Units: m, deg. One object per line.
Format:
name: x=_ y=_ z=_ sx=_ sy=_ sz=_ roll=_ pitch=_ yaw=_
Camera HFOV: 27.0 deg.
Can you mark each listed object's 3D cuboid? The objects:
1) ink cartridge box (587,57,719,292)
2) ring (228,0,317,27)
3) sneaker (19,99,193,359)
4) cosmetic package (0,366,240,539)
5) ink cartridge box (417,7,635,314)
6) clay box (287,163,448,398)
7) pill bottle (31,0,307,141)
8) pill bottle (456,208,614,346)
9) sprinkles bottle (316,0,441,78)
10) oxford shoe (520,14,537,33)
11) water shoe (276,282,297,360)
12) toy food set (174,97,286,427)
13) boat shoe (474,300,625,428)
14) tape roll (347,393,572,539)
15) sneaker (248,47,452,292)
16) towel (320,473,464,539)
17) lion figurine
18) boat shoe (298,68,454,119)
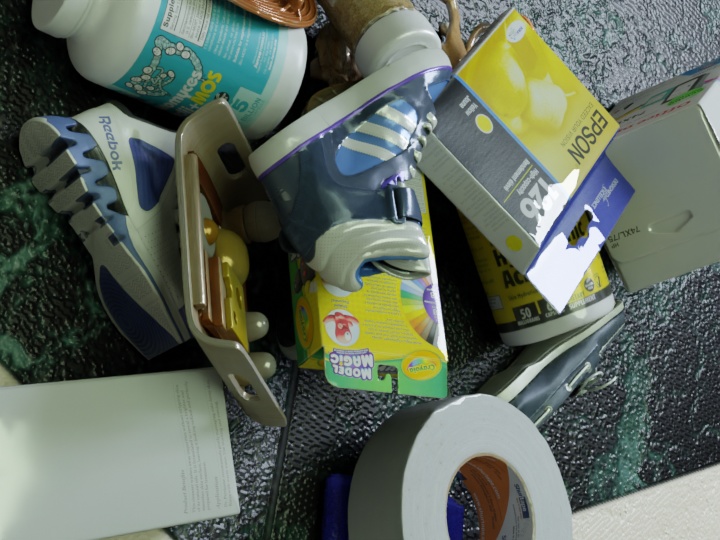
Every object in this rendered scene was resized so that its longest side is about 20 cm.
ink cartridge box: x=0.315 y=-0.099 z=1.448 sx=0.147 sy=0.146 sz=0.200 roll=62 pitch=32 yaw=-10
ring: x=-0.113 y=-0.260 z=1.173 sx=0.199 sy=0.019 sz=0.201 roll=32 pitch=23 yaw=-15
sneaker: x=-0.157 y=-0.045 z=1.122 sx=0.115 sy=0.080 sz=0.201 roll=-34 pitch=100 yaw=-37
cosmetic package: x=-0.190 y=0.134 z=1.052 sx=0.198 sy=0.081 sz=0.115 roll=-1 pitch=79 yaw=-39
ink cartridge box: x=0.147 y=-0.097 z=1.267 sx=0.200 sy=0.047 sz=0.198 roll=44 pitch=46 yaw=-5
clay box: x=0.003 y=0.005 z=1.164 sx=0.114 sy=0.048 sz=0.203 roll=9 pitch=63 yaw=-29
pill bottle: x=-0.147 y=-0.180 z=1.144 sx=0.198 sy=0.110 sz=0.112 roll=20 pitch=67 yaw=-34
pill bottle: x=0.148 y=-0.043 z=1.354 sx=0.111 sy=0.111 sz=0.202 roll=-21 pitch=92 yaw=-40
sprinkles bottle: x=-0.006 y=-0.236 z=1.239 sx=0.068 sy=0.069 sz=0.201 roll=-1 pitch=48 yaw=-39
oxford shoe: x=0.167 y=-0.144 z=1.434 sx=0.073 sy=0.071 sz=0.203 roll=-15 pitch=96 yaw=-58
water shoe: x=0.000 y=0.000 z=1.247 sx=0.079 sy=0.071 sz=0.202 roll=42 pitch=57 yaw=-29
toy food set: x=-0.084 y=-0.003 z=1.098 sx=0.144 sy=0.060 sz=0.202 roll=67 pitch=14 yaw=-61
boat shoe: x=0.182 y=0.094 z=1.372 sx=0.199 sy=0.075 sz=0.062 roll=-37 pitch=101 yaw=-38
tape roll: x=0.084 y=0.205 z=1.214 sx=0.199 sy=0.066 sz=0.203 roll=13 pitch=70 yaw=-40
sneaker: x=0.023 y=-0.066 z=1.127 sx=0.199 sy=0.080 sz=0.147 roll=-33 pitch=89 yaw=-32
towel: x=0.028 y=0.274 z=1.217 sx=0.146 sy=0.049 sz=0.203 roll=17 pitch=69 yaw=-35
lion figurine: x=0.045 y=-0.196 z=1.327 sx=0.198 sy=0.072 sz=0.124 roll=9 pitch=59 yaw=-30
boat shoe: x=0.019 y=-0.129 z=1.262 sx=0.198 sy=0.065 sz=0.074 roll=-10 pitch=79 yaw=-40
